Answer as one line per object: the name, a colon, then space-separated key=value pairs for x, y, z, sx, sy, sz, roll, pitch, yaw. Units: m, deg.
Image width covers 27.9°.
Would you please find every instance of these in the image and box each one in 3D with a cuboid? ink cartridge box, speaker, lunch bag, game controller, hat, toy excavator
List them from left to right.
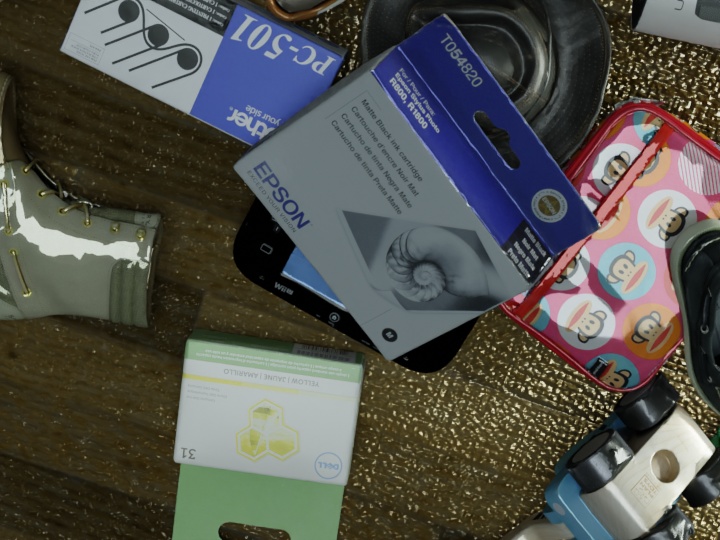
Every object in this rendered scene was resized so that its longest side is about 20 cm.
ink cartridge box: x=-0.119 y=-0.168 z=1.107 sx=0.198 sy=0.044 sz=0.095 roll=26 pitch=105 yaw=-4
ink cartridge box: x=-0.080 y=0.157 z=1.180 sx=0.144 sy=0.048 sz=0.202 roll=8 pitch=101 yaw=0
game controller: x=0.000 y=0.000 z=1.142 sx=0.199 sy=0.042 sz=0.105 roll=29 pitch=103 yaw=-3
ink cartridge box: x=0.039 y=-0.052 z=1.053 sx=0.199 sy=0.041 sz=0.200 roll=-31 pitch=105 yaw=32
hat: x=0.080 y=-0.156 z=1.059 sx=0.198 sy=0.081 sz=0.203 roll=1 pitch=95 yaw=19
toy excavator: x=0.174 y=0.191 z=1.150 sx=0.100 sy=0.200 sz=0.194 roll=48 pitch=64 yaw=-2
lunch bag: x=0.195 y=-0.028 z=1.110 sx=0.176 sy=0.082 sz=0.201 roll=37 pitch=101 yaw=-2
speaker: x=0.300 y=-0.196 z=1.062 sx=0.198 sy=0.081 sz=0.082 roll=13 pitch=104 yaw=0

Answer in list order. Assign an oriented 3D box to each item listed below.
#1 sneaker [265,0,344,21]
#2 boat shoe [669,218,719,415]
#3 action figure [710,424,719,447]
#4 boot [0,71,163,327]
sneaker: x=0.012 y=-0.245 z=1.049 sx=0.200 sy=0.085 sz=0.073 roll=-40 pitch=103 yaw=19
boat shoe: x=0.282 y=0.055 z=1.061 sx=0.074 sy=0.066 sz=0.201 roll=-25 pitch=124 yaw=-6
action figure: x=0.358 y=0.135 z=1.152 sx=0.198 sy=0.055 sz=0.119 roll=-14 pitch=105 yaw=10
boot: x=-0.229 y=-0.053 z=1.126 sx=0.153 sy=0.072 sz=0.202 roll=4 pitch=108 yaw=2
